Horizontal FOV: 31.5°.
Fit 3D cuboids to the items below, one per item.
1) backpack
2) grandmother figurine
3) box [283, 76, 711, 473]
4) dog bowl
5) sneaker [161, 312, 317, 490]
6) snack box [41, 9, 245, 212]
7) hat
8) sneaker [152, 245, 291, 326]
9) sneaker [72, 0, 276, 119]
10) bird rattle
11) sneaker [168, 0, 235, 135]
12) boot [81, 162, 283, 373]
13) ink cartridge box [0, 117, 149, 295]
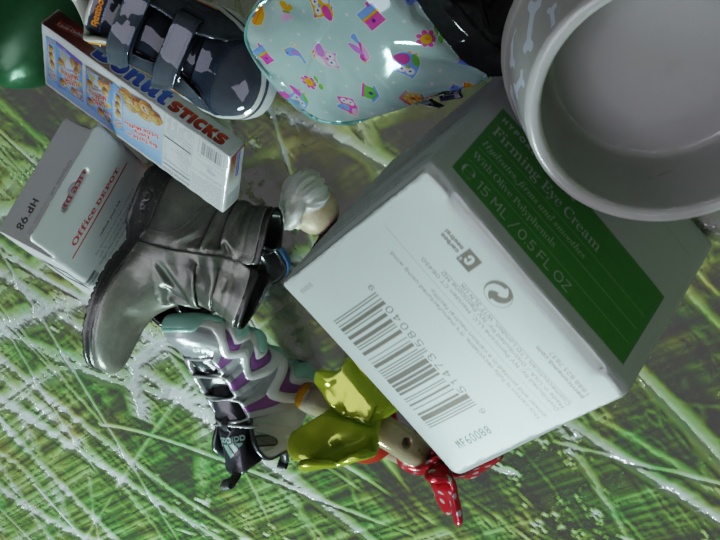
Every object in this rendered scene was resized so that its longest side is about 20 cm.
[{"bbox_3d":[0.017,-0.183,0.854,0.198,0.127,0.168,-10,122,47],"label":"backpack"},{"bbox_3d":[0.000,0.000,1.087,0.121,0.061,0.201,-36,96,22],"label":"grandmother figurine"},{"bbox_3d":[0.097,-0.004,0.908,0.199,0.172,0.200,47,139,-6],"label":"box"},{"bbox_3d":[0.183,-0.115,0.760,0.196,0.059,0.202,2,130,2],"label":"dog bowl"},{"bbox_3d":[-0.117,0.128,1.169,0.077,0.142,0.199,-3,155,41],"label":"sneaker"},{"bbox_3d":[-0.178,-0.129,1.032,0.199,0.024,0.072,36,147,14],"label":"snack box"},{"bbox_3d":[-0.306,-0.184,1.077,0.165,0.176,0.201,36,140,8],"label":"hat"},{"bbox_3d":[-0.133,0.010,1.180,0.071,0.083,0.199,51,139,-11],"label":"sneaker"},{"bbox_3d":[-0.150,-0.175,0.931,0.199,0.079,0.079,40,119,24],"label":"sneaker"},{"bbox_3d":[0.024,0.145,1.165,0.198,0.114,0.162,24,175,-31],"label":"bird rattle"},{"bbox_3d":[-0.162,-0.161,1.059,0.083,0.075,0.202,17,134,22],"label":"sneaker"},{"bbox_3d":[-0.150,0.019,1.074,0.129,0.068,0.202,27,104,14],"label":"boot"},{"bbox_3d":[-0.237,-0.052,1.121,0.066,0.117,0.200,24,168,23],"label":"ink cartridge box"}]
